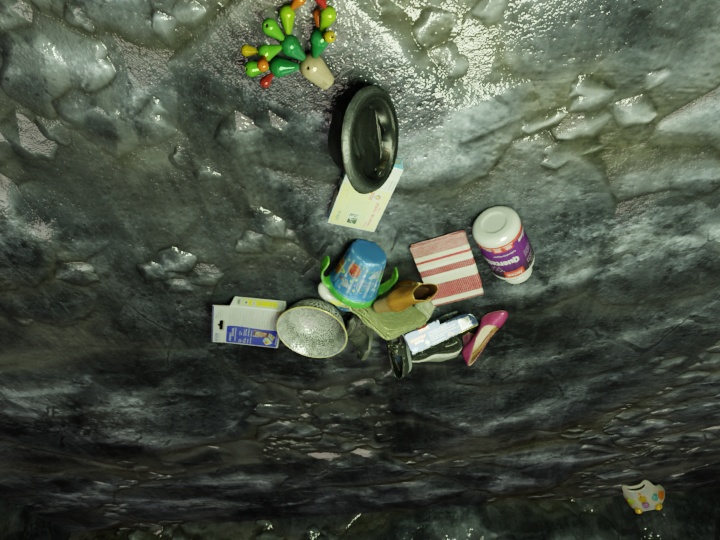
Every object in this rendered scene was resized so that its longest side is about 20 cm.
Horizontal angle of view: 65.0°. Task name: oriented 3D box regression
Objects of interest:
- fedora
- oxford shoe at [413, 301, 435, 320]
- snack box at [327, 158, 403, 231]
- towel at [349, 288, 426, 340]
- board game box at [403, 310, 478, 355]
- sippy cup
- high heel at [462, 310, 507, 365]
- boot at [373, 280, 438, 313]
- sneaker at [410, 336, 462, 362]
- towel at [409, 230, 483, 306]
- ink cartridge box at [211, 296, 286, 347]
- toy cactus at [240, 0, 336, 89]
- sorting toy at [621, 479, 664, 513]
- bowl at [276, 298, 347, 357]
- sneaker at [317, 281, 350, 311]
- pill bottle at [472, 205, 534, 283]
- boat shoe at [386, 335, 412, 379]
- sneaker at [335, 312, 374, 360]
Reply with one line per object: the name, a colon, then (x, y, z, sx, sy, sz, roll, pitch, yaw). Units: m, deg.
fedora: (-0.006, -0.252, 1.089, 0.091, 0.201, 0.201, 15, 152, 34)
oxford shoe: (0.195, 0.061, 1.534, 0.075, 0.058, 0.201, 26, 120, -8)
snack box: (0.007, -0.172, 1.251, 0.115, 0.037, 0.201, 11, 139, -14)
towel: (0.073, 0.111, 1.462, 0.199, 0.148, 0.037, -14, 140, -51)
board game box: (0.216, 0.169, 1.610, 0.199, 0.062, 0.200, -24, 175, -3)
sippy cup: (0.000, 0.000, 1.399, 0.177, 0.140, 0.131, -22, 148, -46)
high heel: (0.369, 0.199, 1.671, 0.067, 0.097, 0.200, 23, 135, -27)
boot: (0.138, 0.057, 1.407, 0.143, 0.071, 0.201, -18, -177, 39)
sneaker: (0.216, 0.257, 1.757, 0.198, 0.075, 0.080, -6, 146, 4)
towel: (0.222, -0.003, 1.439, 0.143, 0.023, 0.201, -15, 123, 16)
ink cartridge box: (-0.324, 0.149, 1.627, 0.198, 0.047, 0.198, 9, 141, -10)
toy cactus: (-0.103, -0.372, 0.976, 0.199, 0.103, 0.165, -34, 142, 21)
sorting toy: (1.417, 1.126, 2.862, 0.199, 0.107, 0.180, -27, 115, 27)
bowl: (-0.126, 0.142, 1.570, 0.199, 0.095, 0.202, 6, 131, 7)
sneaker: (-0.050, 0.077, 1.502, 0.199, 0.076, 0.105, 13, 148, -40)
pill bottle: (0.348, -0.054, 1.350, 0.112, 0.113, 0.200, -19, 137, 20)
boat shoe: (0.110, 0.236, 1.681, 0.068, 0.057, 0.202, 3, 122, 34)
sneaker: (-0.018, 0.188, 1.663, 0.113, 0.077, 0.200, 3, 137, -3)
